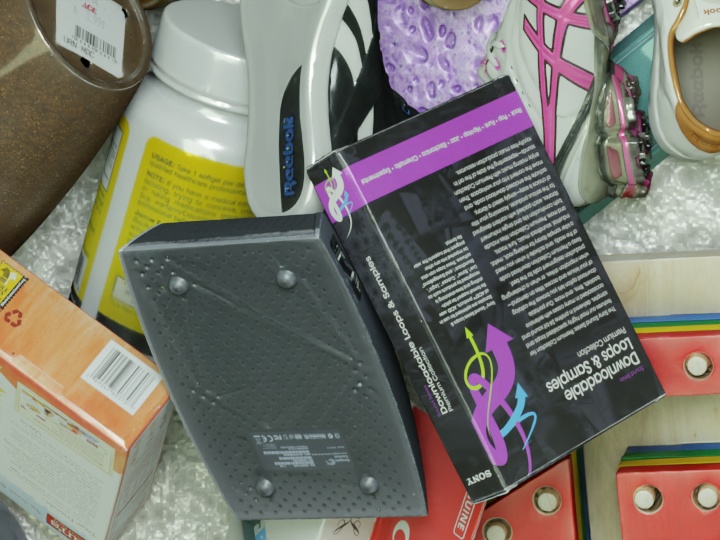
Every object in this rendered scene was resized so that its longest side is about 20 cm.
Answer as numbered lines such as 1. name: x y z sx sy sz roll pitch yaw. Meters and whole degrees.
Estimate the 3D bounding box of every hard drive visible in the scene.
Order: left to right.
1. hard drive: -0.042 0.053 1.581 0.134 0.042 0.201 -4 128 24

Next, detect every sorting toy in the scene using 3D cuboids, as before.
1. sorting toy: 0.134 0.097 1.661 0.197 0.070 0.201 -3 104 15

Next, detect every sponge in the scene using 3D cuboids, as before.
1. sponge: 0.059 -0.147 1.668 0.200 0.030 0.112 -37 89 17

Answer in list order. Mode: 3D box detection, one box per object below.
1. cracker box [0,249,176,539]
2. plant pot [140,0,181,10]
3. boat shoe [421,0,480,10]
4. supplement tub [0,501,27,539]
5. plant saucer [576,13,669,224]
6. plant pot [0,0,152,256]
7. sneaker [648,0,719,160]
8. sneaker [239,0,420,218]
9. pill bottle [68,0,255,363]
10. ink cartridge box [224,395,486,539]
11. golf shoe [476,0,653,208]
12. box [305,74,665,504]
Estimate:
1. cracker box: -0.183 0.083 1.694 0.134 0.200 0.058 36 64 6
2. plant pot: -0.179 -0.195 1.640 0.199 0.200 0.028 16 75 12
3. boat shoe: 0.040 -0.244 1.629 0.072 0.072 0.202 -7 87 58
4. supplement tub: -0.298 0.215 1.788 0.200 0.107 0.107 -40 88 17
5. plant saucer: 0.130 -0.072 1.668 0.200 0.019 0.070 -39 88 19
6. plant pot: -0.217 -0.100 1.640 0.199 0.187 0.188 -29 91 36
7. sneaker: 0.193 -0.163 1.587 0.072 0.085 0.202 -6 90 -9
8. sneaker: -0.009 -0.117 1.594 0.073 0.112 0.202 4 87 38
9. pill bottle: -0.094 -0.047 1.671 0.114 0.114 0.201 22 112 10
10. ink cartridge box: -0.012 0.163 1.681 0.176 0.044 0.201 36 113 51
11. golf shoe: 0.104 -0.131 1.603 0.091 0.073 0.201 -8 102 13
12. box: 0.070 0.008 1.554 0.036 0.143 0.201 -29 87 48
